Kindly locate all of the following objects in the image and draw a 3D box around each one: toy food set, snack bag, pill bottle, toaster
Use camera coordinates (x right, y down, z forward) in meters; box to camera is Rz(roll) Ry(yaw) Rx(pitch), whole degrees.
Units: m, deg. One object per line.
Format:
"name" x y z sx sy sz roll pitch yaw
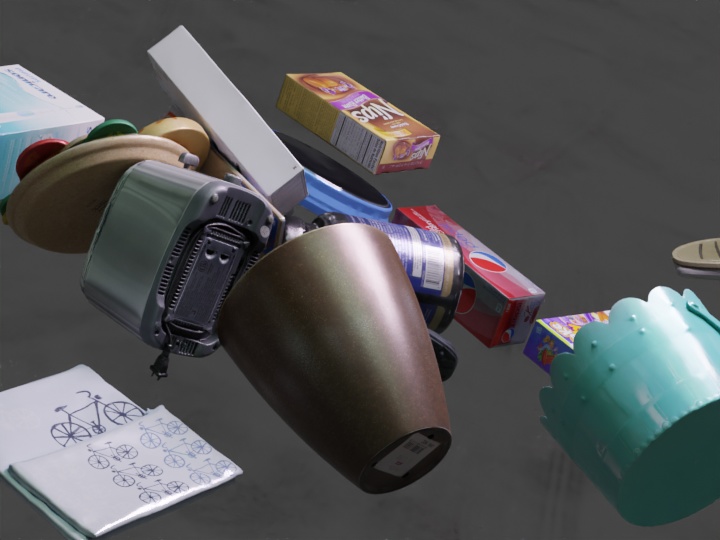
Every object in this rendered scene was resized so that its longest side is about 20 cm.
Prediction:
"toy food set" -0.256 -0.083 1.571 0.197 0.200 0.049 -1 59 -38
"snack bag" -0.226 0.144 1.326 0.200 0.021 0.188 33 28 27
"pill bottle" 0.000 0.000 1.679 0.199 0.112 0.112 11 26 -19
"toaster" -0.179 -0.009 1.504 0.129 0.201 0.113 26 5 41

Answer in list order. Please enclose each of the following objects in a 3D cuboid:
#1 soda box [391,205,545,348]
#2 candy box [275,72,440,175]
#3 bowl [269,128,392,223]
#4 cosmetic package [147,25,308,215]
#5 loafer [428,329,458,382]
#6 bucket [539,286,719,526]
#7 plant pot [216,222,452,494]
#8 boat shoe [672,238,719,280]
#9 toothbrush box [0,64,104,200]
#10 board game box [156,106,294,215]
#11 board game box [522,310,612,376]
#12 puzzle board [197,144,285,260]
"soda box" 0.113 0.004 1.803 0.063 0.070 0.200 -7 35 -42
"candy box" -0.004 -0.202 2.160 0.200 0.057 0.116 37 29 31
"bowl" -0.050 -0.106 1.879 0.200 0.039 0.201 30 10 -6
"cosmetic package" -0.134 -0.148 1.615 0.200 0.051 0.083 50 -11 14
"loafer" 0.003 0.061 1.607 0.200 0.068 0.070 17 18 -12
"bucket" 0.285 0.134 1.514 0.206 0.208 0.135 1 40 -35
"plant pot" -0.005 0.093 1.434 0.186 0.187 0.200 -2 46 -39
"boat shoe" 0.512 0.000 2.108 0.199 0.069 0.075 -1 30 4
"toothbrush box" -0.400 -0.149 1.721 0.146 0.086 0.200 31 27 25
"board game box" -0.146 -0.109 1.751 0.126 0.035 0.200 40 -1 12
"board game box" 0.293 0.119 1.729 0.134 0.045 0.200 -6 35 -43
"puzzle board" -0.136 -0.036 1.606 0.017 0.151 0.200 -9 36 -34
